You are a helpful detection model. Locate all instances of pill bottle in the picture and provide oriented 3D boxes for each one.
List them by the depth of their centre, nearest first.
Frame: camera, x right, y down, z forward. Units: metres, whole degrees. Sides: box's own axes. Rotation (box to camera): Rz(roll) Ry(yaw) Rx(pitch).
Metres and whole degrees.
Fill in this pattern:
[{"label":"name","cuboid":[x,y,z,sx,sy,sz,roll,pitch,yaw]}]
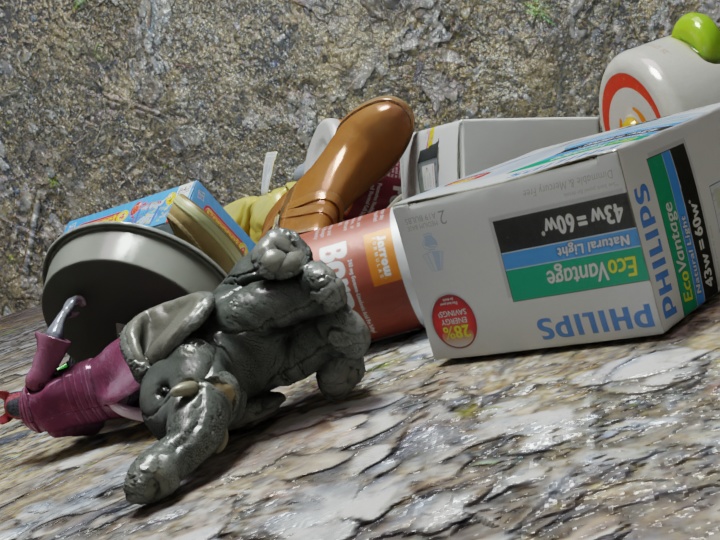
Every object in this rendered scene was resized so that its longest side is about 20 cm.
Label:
[{"label":"pill bottle","cuboid":[0.012,0.006,0.971,0.199,0.113,0.112,-17,6,12]},{"label":"pill bottle","cuboid":[0.042,-0.106,1.279,0.199,0.115,0.114,8,-2,-19]}]

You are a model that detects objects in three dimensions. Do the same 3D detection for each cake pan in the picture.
[{"label":"cake pan","cuboid":[-0.199,0.043,0.981,0.199,0.201,0.037,-14,37,27]}]

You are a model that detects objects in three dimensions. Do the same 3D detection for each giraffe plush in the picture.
[{"label":"giraffe plush","cuboid":[-0.085,-0.029,1.392,0.162,0.201,0.172,24,-3,-43]}]

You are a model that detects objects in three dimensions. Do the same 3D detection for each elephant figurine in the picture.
[{"label":"elephant figurine","cuboid":[-0.104,0.068,0.767,0.200,0.142,0.155,-36,-18,-16]}]

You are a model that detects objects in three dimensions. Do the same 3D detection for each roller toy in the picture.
[{"label":"roller toy","cuboid":[0.369,-0.177,1.266,0.139,0.201,0.182,-19,-7,-12]}]

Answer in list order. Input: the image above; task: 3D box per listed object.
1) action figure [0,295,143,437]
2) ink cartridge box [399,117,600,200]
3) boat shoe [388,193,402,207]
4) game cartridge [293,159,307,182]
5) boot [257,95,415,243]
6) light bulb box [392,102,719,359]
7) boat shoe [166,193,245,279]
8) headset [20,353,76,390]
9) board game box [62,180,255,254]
[{"label":"action figure","cuboid":[-0.222,0.109,0.920,0.199,0.135,0.149,-17,34,4]},{"label":"ink cartridge box","cuboid":[0.134,-0.104,1.082,0.147,0.086,0.200,-3,3,-14]},{"label":"boat shoe","cuboid":[0.054,-0.040,1.241,0.200,0.073,0.063,-42,-7,22]},{"label":"game cartridge","cuboid":[0.011,-0.075,1.403,0.042,0.200,0.133,-54,16,-8]},{"label":"boot","cuboid":[-0.025,-0.076,1.076,0.200,0.074,0.155,-45,12,27]},{"label":"light bulb box","cuboid":[0.167,-0.030,0.809,0.198,0.126,0.200,-11,8,42]},{"label":"boat shoe","cuboid":[-0.135,0.016,1.002,0.063,0.201,0.073,-39,51,-16]},{"label":"headset","cuboid":[-0.289,0.086,1.188,0.199,0.094,0.123,-27,8,-8]},{"label":"board game box","cuboid":[-0.209,0.004,1.240,0.195,0.200,0.056,-13,45,29]}]
